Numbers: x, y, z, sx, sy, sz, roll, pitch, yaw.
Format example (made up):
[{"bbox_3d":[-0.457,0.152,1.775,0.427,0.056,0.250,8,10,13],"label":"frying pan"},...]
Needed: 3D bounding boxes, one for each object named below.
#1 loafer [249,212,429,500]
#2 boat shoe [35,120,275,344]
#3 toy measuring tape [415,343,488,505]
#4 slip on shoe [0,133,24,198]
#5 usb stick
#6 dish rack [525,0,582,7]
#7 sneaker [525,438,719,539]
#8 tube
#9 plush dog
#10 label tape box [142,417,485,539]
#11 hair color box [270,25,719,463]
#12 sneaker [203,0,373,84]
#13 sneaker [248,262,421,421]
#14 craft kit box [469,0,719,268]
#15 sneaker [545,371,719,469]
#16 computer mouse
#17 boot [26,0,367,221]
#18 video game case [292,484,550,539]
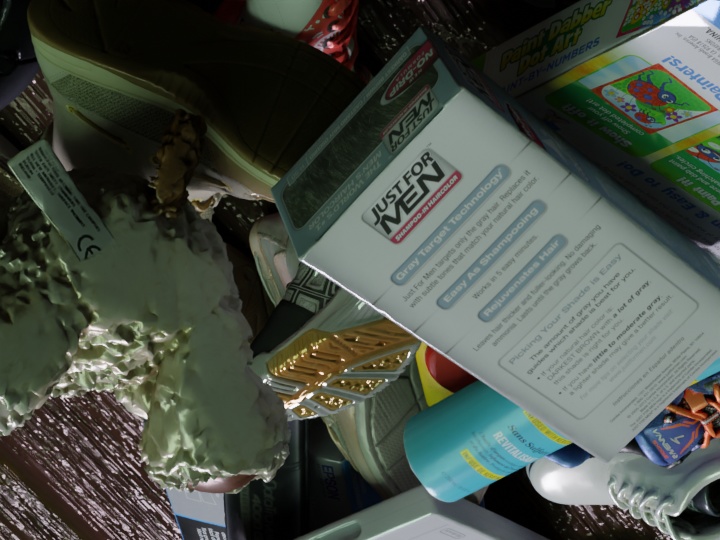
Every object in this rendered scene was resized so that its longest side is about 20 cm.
[{"bbox_3d":[-0.004,0.050,1.055,0.063,0.072,0.201,8,128,47],"label":"loafer"},{"bbox_3d":[-0.120,-0.006,1.052,0.065,0.072,0.200,-24,126,38],"label":"boat shoe"},{"bbox_3d":[0.073,0.062,1.020,0.073,0.074,0.201,6,133,23],"label":"toy measuring tape"},{"bbox_3d":[-0.198,-0.021,1.084,0.076,0.061,0.200,-22,121,42],"label":"slip on shoe"},{"bbox_3d":[-0.057,0.131,1.102,0.055,0.033,0.200,10,136,8],"label":"usb stick"},{"bbox_3d":[0.143,-0.171,0.742,0.199,0.055,0.154,4,138,22],"label":"dish rack"},{"bbox_3d":[0.175,0.114,1.025,0.199,0.071,0.073,-12,128,37],"label":"sneaker"},{"bbox_3d":[0.113,0.057,0.933,0.200,0.051,0.077,-32,135,30],"label":"tube"},{"bbox_3d":[-0.134,0.007,0.831,0.199,0.161,0.172,16,173,-32],"label":"plush dog"},{"bbox_3d":[-0.025,0.137,1.164,0.199,0.066,0.144,11,138,20],"label":"label tape box"},{"bbox_3d":[0.069,-0.006,0.796,0.200,0.061,0.099,34,108,-33],"label":"hair color box"},{"bbox_3d":[-0.018,-0.111,0.884,0.108,0.067,0.201,33,144,-11],"label":"sneaker"},{"bbox_3d":[0.000,0.000,0.959,0.075,0.088,0.200,17,130,-43],"label":"sneaker"},{"bbox_3d":[0.161,-0.053,0.819,0.200,0.049,0.197,30,147,-26],"label":"craft kit box"},{"bbox_3d":[0.177,0.069,0.968,0.199,0.079,0.075,-14,129,38],"label":"sneaker"},{"bbox_3d":[-0.181,-0.105,0.889,0.053,0.200,0.139,23,110,-11],"label":"computer mouse"},{"bbox_3d":[-0.068,-0.047,0.883,0.199,0.072,0.155,27,147,10],"label":"boot"},{"bbox_3d":[0.009,0.191,1.120,0.182,0.024,0.200,-26,152,19],"label":"video game case"}]
